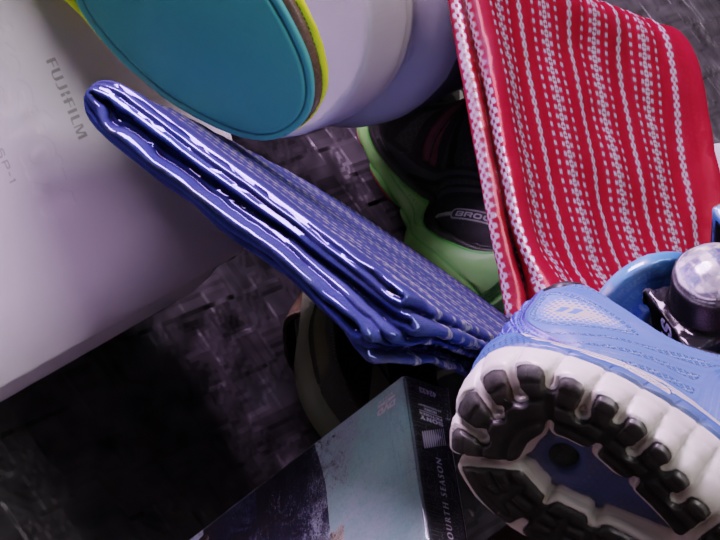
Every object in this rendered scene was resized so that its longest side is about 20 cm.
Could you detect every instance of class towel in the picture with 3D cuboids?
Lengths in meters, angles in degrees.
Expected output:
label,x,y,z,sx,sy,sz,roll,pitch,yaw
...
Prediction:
label,x,y,z,sx,sy,sz,roll,pitch,yaw
towel,0.097,-0.043,0.972,0.200,0.022,0.145,9,68,-59
towel,0.000,0.000,0.838,0.145,0.024,0.200,37,5,26

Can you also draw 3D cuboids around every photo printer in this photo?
label,x,y,z,sx,sy,sz,roll,pitch,yaw
photo printer,-0.127,-0.046,0.843,0.200,0.069,0.167,-30,101,-47

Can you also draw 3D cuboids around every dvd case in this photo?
label,x,y,z,sx,sy,sz,roll,pitch,yaw
dvd case,-0.016,0.149,0.761,0.022,0.146,0.200,25,41,-35

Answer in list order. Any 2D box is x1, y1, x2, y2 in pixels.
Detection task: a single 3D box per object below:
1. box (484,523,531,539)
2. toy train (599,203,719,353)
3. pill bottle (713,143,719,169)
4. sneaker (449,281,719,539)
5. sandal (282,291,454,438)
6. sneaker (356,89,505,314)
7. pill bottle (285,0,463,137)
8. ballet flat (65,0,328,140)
label,x,y,z,sx,sy,sz,roll,pitch,yaw
box,0.090,0.200,0.807,0.166,0.164,0.200,34,36,-18
toy train,0.152,0.054,0.926,0.114,0.200,0.087,-21,49,-12
pill bottle,0.174,0.051,1.091,0.114,0.114,0.200,11,48,-42
sneaker,0.123,0.070,0.759,0.200,0.079,0.089,39,38,-10
sandal,-0.003,0.031,0.959,0.080,0.057,0.201,46,18,-4
sneaker,0.055,-0.041,1.052,0.077,0.084,0.200,44,11,-28
pill bottle,0.011,-0.121,0.988,0.114,0.114,0.200,52,34,6
ballet flat,-0.087,-0.124,0.818,0.200,0.067,0.067,38,26,-20
